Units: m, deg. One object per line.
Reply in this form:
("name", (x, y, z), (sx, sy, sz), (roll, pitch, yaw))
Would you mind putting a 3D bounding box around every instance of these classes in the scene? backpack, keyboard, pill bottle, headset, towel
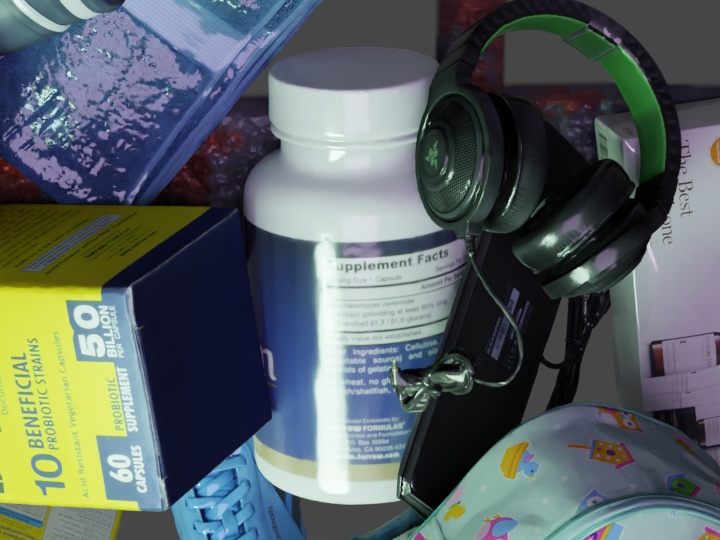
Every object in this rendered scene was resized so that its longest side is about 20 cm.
("backpack", (0.099, 0.168, 1.368), (0.175, 0.153, 0.200), (30, 102, -35))
("keyboard", (0.074, 0.035, 1.440), (0.127, 0.021, 0.201), (40, 65, -49))
("pill bottle", (0.000, 0.000, 1.435), (0.110, 0.111, 0.201), (-2, 108, -2))
("headset", (0.071, -0.028, 1.373), (0.123, 0.094, 0.201), (31, 60, -17))
("towel", (-0.098, -0.118, 1.425), (0.112, 0.049, 0.200), (39, 103, -13))

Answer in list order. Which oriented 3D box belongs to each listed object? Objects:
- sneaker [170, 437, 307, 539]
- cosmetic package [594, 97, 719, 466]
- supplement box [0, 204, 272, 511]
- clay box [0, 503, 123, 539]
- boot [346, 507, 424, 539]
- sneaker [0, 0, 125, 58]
("sneaker", (-0.059, 0.130, 1.494), (0.066, 0.078, 0.201), (-15, 107, 5))
("cosmetic package", (0.167, 0.020, 1.475), (0.082, 0.051, 0.201), (-10, 108, -11))
("supplement box", (-0.158, 0.037, 1.401), (0.199, 0.109, 0.109), (1, 111, 27))
("clay box", (-0.189, 0.176, 1.441), (0.114, 0.200, 0.048), (20, 135, -8))
("boot", (-0.006, 0.182, 1.474), (0.073, 0.200, 0.096), (-6, 108, 42))
("sneaker", (-0.168, -0.198, 1.362), (0.108, 0.070, 0.201), (-11, 105, 27))
